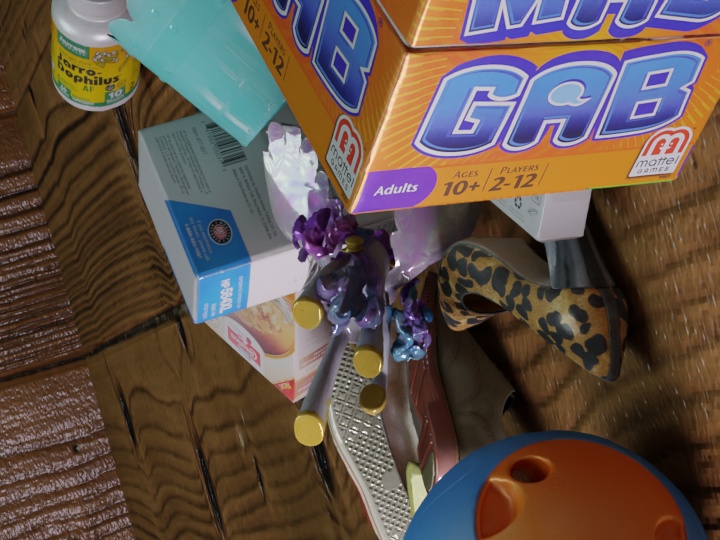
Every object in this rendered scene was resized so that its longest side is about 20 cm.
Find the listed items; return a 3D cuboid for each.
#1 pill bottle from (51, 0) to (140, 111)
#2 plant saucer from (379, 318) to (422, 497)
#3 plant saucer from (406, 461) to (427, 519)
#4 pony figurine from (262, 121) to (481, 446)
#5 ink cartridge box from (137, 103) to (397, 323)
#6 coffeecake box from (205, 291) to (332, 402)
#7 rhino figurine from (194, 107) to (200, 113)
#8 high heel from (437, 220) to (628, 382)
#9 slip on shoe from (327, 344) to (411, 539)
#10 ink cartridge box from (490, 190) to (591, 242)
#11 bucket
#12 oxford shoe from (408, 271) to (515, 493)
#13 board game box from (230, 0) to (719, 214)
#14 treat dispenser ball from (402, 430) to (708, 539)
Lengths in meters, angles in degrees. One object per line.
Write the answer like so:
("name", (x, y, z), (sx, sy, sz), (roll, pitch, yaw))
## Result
("pill bottle", (-0.323, -0.296, 2.084), (0.200, 0.112, 0.113), (107, 143, -58))
("plant saucer", (0.063, 0.132, 1.423), (0.200, 0.032, 0.202), (163, 90, -72))
("plant saucer", (0.119, 0.257, 1.292), (0.199, 0.048, 0.202), (26, 130, 52))
("pony figurine", (0.000, 0.000, 1.232), (0.201, 0.165, 0.194), (-70, -17, -55))
("ink cartridge box", (-0.064, -0.062, 1.376), (0.085, 0.198, 0.147), (102, 147, -59))
("coffeecake box", (-0.085, 0.000, 1.626), (0.153, 0.073, 0.201), (38, 144, 32))
("rhino figurine", (-0.128, -0.103, 1.745), (0.087, 0.059, 0.202), (-17, 88, 52))
("high heel", (0.109, 0.039, 1.139), (0.200, 0.071, 0.144), (126, 133, -56))
("slip on shoe", (0.012, 0.161, 1.542), (0.061, 0.074, 0.202), (174, 76, -74))
("ink cartridge box", (0.112, -0.129, 1.025), (0.099, 0.039, 0.202), (-132, 42, -52))
("bucket", (-0.075, -0.203, 1.267), (0.135, 0.208, 0.207), (42, 162, -6))
("oxford shoe", (0.078, 0.087, 1.294), (0.071, 0.073, 0.201), (101, 168, -52))
("board game box", (0.067, -0.176, 0.837), (0.200, 0.198, 0.201), (60, 145, 36))
("treat dispenser ball", (0.119, 0.199, 1.042), (0.201, 0.199, 0.203), (164, 90, -72))
